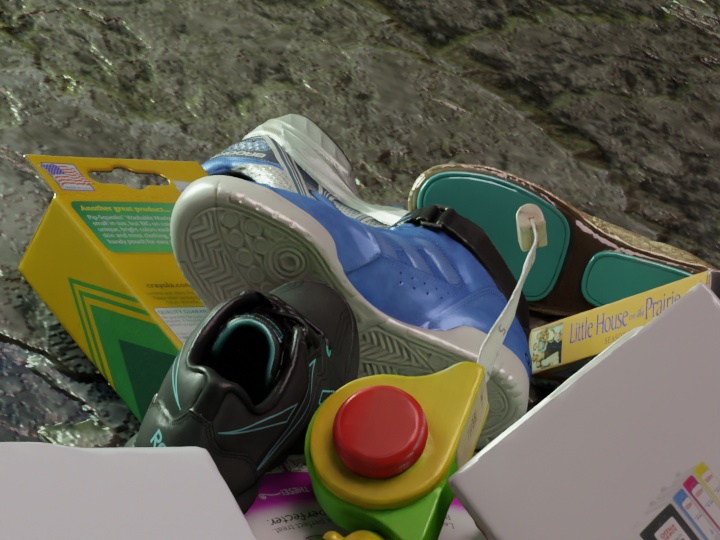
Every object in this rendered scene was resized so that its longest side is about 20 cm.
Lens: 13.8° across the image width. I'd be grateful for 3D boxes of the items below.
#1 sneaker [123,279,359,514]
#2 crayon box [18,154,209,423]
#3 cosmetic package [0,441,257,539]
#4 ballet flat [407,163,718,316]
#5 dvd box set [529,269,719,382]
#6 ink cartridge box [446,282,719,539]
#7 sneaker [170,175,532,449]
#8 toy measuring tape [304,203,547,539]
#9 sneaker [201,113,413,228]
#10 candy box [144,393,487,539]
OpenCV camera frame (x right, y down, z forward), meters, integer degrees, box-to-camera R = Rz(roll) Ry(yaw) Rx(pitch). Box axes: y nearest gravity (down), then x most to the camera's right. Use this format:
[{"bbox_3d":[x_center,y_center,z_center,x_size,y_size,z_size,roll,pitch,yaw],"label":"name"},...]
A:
[{"bbox_3d":[-0.040,0.046,1.327,0.075,0.080,0.200,27,30,6],"label":"sneaker"},{"bbox_3d":[-0.083,0.023,1.503,0.125,0.052,0.200,0,39,-46],"label":"crayon box"},{"bbox_3d":[-0.129,0.190,1.087,0.166,0.201,0.167,2,38,-32],"label":"cosmetic package"},{"bbox_3d":[0.117,-0.005,1.704,0.199,0.071,0.065,26,3,-4],"label":"ballet flat"},{"bbox_3d":[0.196,0.038,1.576,0.145,0.200,0.030,9,77,-21],"label":"dvd box set"},{"bbox_3d":[0.160,0.138,1.308,0.200,0.144,0.147,52,-1,20],"label":"ink cartridge box"},{"bbox_3d":[-0.001,0.001,1.478,0.199,0.077,0.111,29,29,-9],"label":"sneaker"},{"bbox_3d":[0.023,0.050,1.327,0.073,0.074,0.201,23,63,-2],"label":"toy measuring tape"},{"bbox_3d":[-0.019,-0.004,1.597,0.085,0.077,0.200,-19,44,-37],"label":"sneaker"},{"bbox_3d":[-0.008,0.141,1.338,0.136,0.061,0.200,2,37,-33],"label":"candy box"}]
